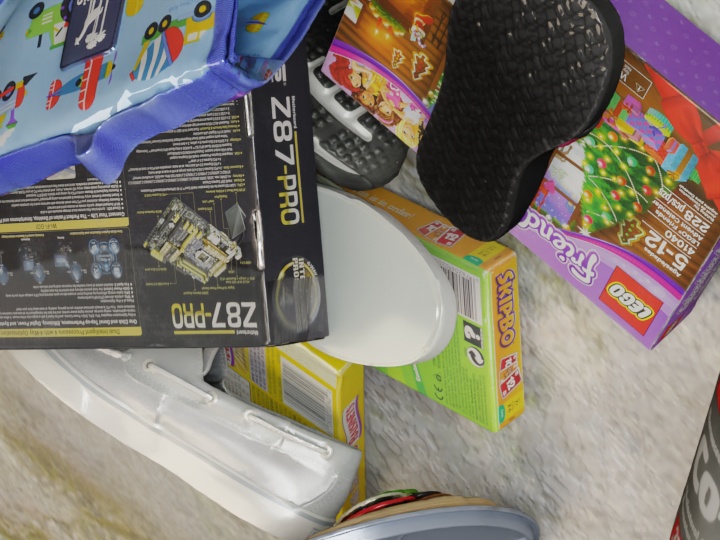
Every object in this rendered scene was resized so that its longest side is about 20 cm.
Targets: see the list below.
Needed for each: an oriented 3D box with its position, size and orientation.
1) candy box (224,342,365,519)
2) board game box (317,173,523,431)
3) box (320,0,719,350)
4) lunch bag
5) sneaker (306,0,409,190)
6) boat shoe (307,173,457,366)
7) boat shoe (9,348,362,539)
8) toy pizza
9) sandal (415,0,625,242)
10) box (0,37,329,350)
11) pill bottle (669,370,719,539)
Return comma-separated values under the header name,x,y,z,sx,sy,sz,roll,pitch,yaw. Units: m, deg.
name,x,y,z,sx,sy,sz,roll,pitch,yaw
candy box,-0.041,0.068,1.426,0.102,0.026,0.200,38,156,20
board game box,0.000,0.000,1.351,0.200,0.030,0.096,25,134,37
box,0.083,-0.075,1.158,0.200,0.039,0.137,41,143,13
lunch bag,-0.084,-0.109,1.117,0.150,0.200,0.094,-18,130,33
sneaker,-0.042,-0.109,1.301,0.200,0.074,0.080,52,152,25
boat shoe,-0.022,-0.014,1.279,0.200,0.064,0.071,30,105,35
boat shoe,-0.090,0.065,1.379,0.200,0.069,0.072,32,-178,19
toy pizza,-0.007,0.154,1.359,0.200,0.200,0.032,125,132,-55
sandal,0.068,-0.076,1.113,0.075,0.045,0.200,51,158,10
box,-0.108,-0.044,1.270,0.200,0.049,0.162,-3,92,40
pill bottle,0.195,0.065,1.079,0.114,0.114,0.200,39,143,27
